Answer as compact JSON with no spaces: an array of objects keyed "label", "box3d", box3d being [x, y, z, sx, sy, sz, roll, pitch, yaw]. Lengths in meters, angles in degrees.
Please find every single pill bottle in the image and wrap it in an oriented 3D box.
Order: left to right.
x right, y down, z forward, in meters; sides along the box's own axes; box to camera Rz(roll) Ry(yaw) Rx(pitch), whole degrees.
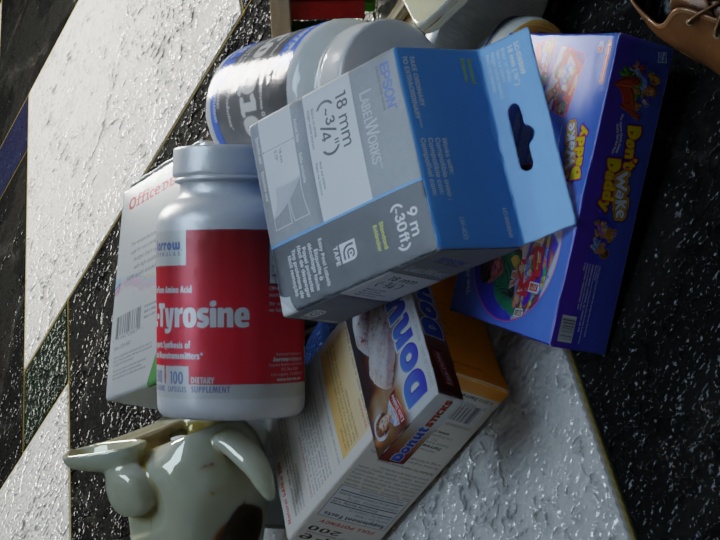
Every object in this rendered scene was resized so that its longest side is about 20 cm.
[{"label":"pill bottle","box3d":[-0.097,0.009,1.124,0.112,0.112,0.201,-4,87,61]},{"label":"pill bottle","box3d":[-0.028,-0.133,1.164,0.200,0.114,0.114,-2,71,57]}]

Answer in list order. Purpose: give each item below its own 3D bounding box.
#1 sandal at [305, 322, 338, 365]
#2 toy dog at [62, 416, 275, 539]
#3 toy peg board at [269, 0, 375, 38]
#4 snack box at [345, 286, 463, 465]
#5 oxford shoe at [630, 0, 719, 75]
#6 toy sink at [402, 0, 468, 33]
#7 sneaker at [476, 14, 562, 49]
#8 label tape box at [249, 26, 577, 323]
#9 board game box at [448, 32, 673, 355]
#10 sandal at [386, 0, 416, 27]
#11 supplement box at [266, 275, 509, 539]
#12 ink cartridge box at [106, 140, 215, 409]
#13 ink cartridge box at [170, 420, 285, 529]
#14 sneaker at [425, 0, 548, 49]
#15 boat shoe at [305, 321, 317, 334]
[{"label":"sandal","box3d":[0.000,0.000,1.196,0.200,0.087,0.080,-60,30,25]},{"label":"toy dog","box3d":[-0.114,0.215,1.178,0.193,0.139,0.201,-10,97,35]},{"label":"toy peg board","box3d":[-0.034,-0.308,1.371,0.199,0.097,0.200,91,178,-54]},{"label":"snack box","box3d":[0.022,0.035,1.036,0.072,0.024,0.200,-50,35,31]},{"label":"oxford shoe","box3d":[0.223,-0.143,0.885,0.072,0.071,0.200,-66,29,6]},{"label":"toy sink","box3d":[0.038,-0.291,1.122,0.130,0.112,0.200,-43,32,17]},{"label":"sneaker","box3d":[0.088,-0.098,1.123,0.200,0.075,0.088,-57,19,10]},{"label":"label tape box","box3d":[0.028,-0.065,0.985,0.200,0.063,0.145,-24,69,34]},{"label":"board game box","box3d":[0.130,-0.056,1.002,0.134,0.045,0.201,19,98,63]},{"label":"sandal","box3d":[0.056,-0.177,1.215,0.070,0.077,0.212,45,121,43]},{"label":"supplement box","box3d":[0.015,0.101,1.113,0.200,0.073,0.126,-52,33,31]},{"label":"ink cartridge box","box3d":[-0.141,0.009,1.282,0.145,0.087,0.201,-23,60,48]},{"label":"ink cartridge box","box3d":[-0.101,0.110,1.310,0.160,0.047,0.201,9,87,55]},{"label":"sneaker","box3d":[0.109,-0.240,1.162,0.200,0.075,0.088,-56,31,7]},{"label":"boat shoe","box3d":[-0.077,0.035,1.343,0.200,0.062,0.073,-31,49,53]}]
